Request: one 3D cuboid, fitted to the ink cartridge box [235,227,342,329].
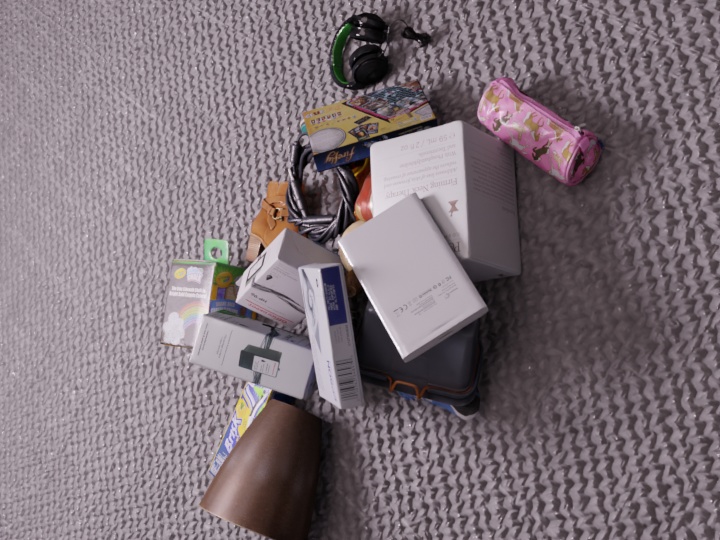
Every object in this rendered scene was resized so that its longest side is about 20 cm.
[{"bbox_3d":[-0.128,0.026,1.545,0.200,0.115,0.069,-41,28,47],"label":"ink cartridge box"}]

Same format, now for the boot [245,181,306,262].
[{"bbox_3d":[-0.113,-0.074,1.632,0.198,0.076,0.158,13,85,45],"label":"boot"}]

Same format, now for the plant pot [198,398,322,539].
[{"bbox_3d":[-0.141,0.321,1.519,0.185,0.187,0.202,11,74,37],"label":"plant pot"}]

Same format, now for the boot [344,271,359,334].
[{"bbox_3d":[-0.018,0.088,1.488,0.200,0.068,0.177,154,116,-64],"label":"boot"}]

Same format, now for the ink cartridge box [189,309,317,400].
[{"bbox_3d":[-0.161,0.136,1.526,0.197,0.147,0.084,18,92,5],"label":"ink cartridge box"}]

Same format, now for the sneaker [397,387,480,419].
[{"bbox_3d":[0.104,0.169,1.424,0.199,0.075,0.078,38,124,37],"label":"sneaker"}]

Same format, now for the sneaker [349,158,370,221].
[{"bbox_3d":[-0.010,-0.140,1.549,0.072,0.077,0.203,15,104,37],"label":"sneaker"}]

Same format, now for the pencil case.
[{"bbox_3d":[0.259,-0.206,1.362,0.200,0.082,0.087,42,107,35],"label":"pencil case"}]

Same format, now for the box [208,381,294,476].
[{"bbox_3d":[-0.186,0.276,1.611,0.064,0.070,0.202,31,100,38],"label":"box"}]

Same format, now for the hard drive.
[{"bbox_3d":[0.068,0.006,1.266,0.131,0.026,0.201,-31,63,3],"label":"hard drive"}]

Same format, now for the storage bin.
[{"bbox_3d":[0.082,0.095,1.332,0.197,0.135,0.147,13,47,9],"label":"storage bin"}]

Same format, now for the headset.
[{"bbox_3d":[0.025,-0.380,1.593,0.199,0.093,0.126,-9,80,51],"label":"headset"}]

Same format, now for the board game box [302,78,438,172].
[{"bbox_3d":[0.014,-0.231,1.470,0.197,0.035,0.136,-16,40,0],"label":"board game box"}]

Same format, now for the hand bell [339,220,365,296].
[{"bbox_3d":[0.000,0.000,1.382,0.102,0.200,0.106,3,109,9],"label":"hand bell"}]

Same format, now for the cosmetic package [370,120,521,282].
[{"bbox_3d":[0.128,-0.091,1.385,0.166,0.165,0.203,-10,76,35],"label":"cosmetic package"}]

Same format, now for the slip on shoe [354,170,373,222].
[{"bbox_3d":[0.043,-0.152,1.475,0.061,0.074,0.201,-9,42,37],"label":"slip on shoe"}]

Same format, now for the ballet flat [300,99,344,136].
[{"bbox_3d":[-0.011,-0.264,1.596,0.198,0.069,0.071,1,81,33],"label":"ballet flat"}]

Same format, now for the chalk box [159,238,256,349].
[{"bbox_3d":[-0.267,0.046,1.686,0.123,0.123,0.203,4,83,38],"label":"chalk box"}]

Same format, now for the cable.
[{"bbox_3d":[-0.070,-0.127,1.523,0.200,0.050,0.165,44,120,42],"label":"cable"}]

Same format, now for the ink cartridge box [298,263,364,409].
[{"bbox_3d":[-0.051,0.090,1.362,0.200,0.040,0.203,178,82,-76],"label":"ink cartridge box"}]
